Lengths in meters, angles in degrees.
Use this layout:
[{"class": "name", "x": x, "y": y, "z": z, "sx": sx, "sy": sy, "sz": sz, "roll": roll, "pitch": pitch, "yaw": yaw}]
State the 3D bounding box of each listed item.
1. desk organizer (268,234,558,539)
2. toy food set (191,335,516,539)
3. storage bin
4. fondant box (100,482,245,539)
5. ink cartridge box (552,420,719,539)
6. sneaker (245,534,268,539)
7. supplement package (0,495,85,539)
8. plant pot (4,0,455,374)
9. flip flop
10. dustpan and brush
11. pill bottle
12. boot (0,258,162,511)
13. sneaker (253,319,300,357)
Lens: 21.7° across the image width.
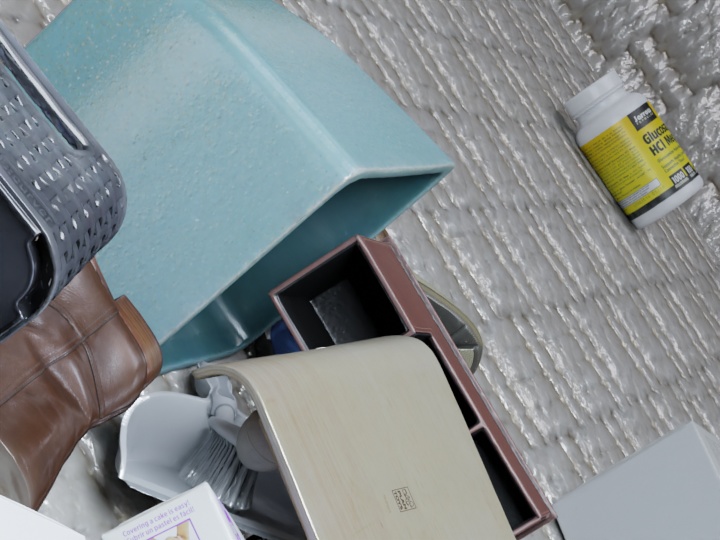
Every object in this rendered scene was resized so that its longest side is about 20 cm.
[{"class": "desk organizer", "x": 0.030, "y": 0.080, "z": 1.114, "sx": 0.200, "sy": 0.072, "sz": 0.077, "roll": 59, "pitch": 11, "yaw": 10}, {"class": "toy food set", "x": 0.004, "y": 0.129, "z": 0.970, "sx": 0.143, "sy": 0.060, "sz": 0.200, "roll": -6, "pitch": 68, "yaw": -49}, {"class": "storage bin", "x": -0.205, "y": -0.008, "z": 0.703, "sx": 0.135, "sy": 0.200, "sz": 0.094, "roll": 52, "pitch": 19, "yaw": -9}, {"class": "fondant box", "x": -0.044, "y": 0.211, "z": 0.877, "sx": 0.200, "sy": 0.058, "sz": 0.144, "roll": 61, "pitch": -6, "yaw": 19}, {"class": "ink cartridge box", "x": 0.287, "y": 0.246, "z": 1.584, "sx": 0.200, "sy": 0.145, "sz": 0.147, "roll": 32, "pitch": 29, "yaw": -50}, {"class": "sneaker", "x": 0.002, "y": 0.180, "z": 1.108, "sx": 0.088, "sy": 0.076, "sz": 0.200, "roll": 57, "pitch": 17, "yaw": 25}, {"class": "supplement package", "x": -0.159, "y": 0.177, "z": 0.625, "sx": 0.120, "sy": 0.121, "sz": 0.200, "roll": 36, "pitch": 26, "yaw": -44}, {"class": "plant pot", "x": -0.099, "y": -0.076, "z": 1.120, "sx": 0.200, "sy": 0.196, "sz": 0.196, "roll": 53, "pitch": 18, "yaw": 8}, {"class": "flip flop", "x": 0.000, "y": 0.000, "z": 1.236, "sx": 0.200, "sy": 0.081, "sz": 0.058, "roll": 40, "pitch": 20, "yaw": -5}, {"class": "dustpan and brush", "x": -0.077, "y": 0.093, "z": 1.054, "sx": 0.140, "sy": 0.057, "sz": 0.200, "roll": 23, "pitch": 1, "yaw": -17}, {"class": "pill bottle", "x": 0.365, "y": -0.166, "z": 2.547, "sx": 0.200, "sy": 0.112, "sz": 0.112, "roll": 55, "pitch": 18, "yaw": 0}, {"class": "boot", "x": -0.192, "y": 0.023, "z": 0.923, "sx": 0.186, "sy": 0.064, "sz": 0.200, "roll": 47, "pitch": 25, "yaw": -2}, {"class": "sneaker", "x": -0.003, "y": 0.092, "z": 1.235, "sx": 0.076, "sy": 0.077, "sz": 0.200, "roll": 15, "pitch": 41, "yaw": -61}]
